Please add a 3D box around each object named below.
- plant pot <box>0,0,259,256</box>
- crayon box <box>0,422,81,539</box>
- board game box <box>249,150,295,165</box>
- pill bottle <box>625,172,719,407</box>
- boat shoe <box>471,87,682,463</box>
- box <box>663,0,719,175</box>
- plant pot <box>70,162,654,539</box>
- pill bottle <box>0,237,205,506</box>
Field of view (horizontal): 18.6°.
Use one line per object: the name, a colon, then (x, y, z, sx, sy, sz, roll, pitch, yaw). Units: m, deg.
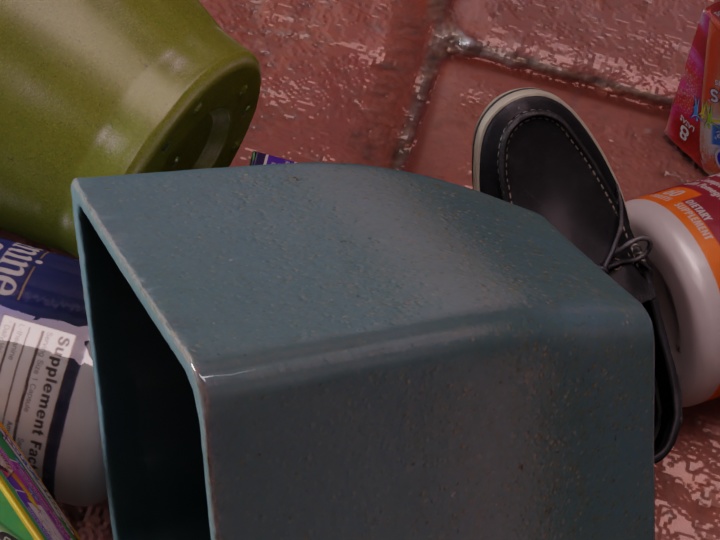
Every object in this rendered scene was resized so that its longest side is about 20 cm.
plant pot: (-0.162, -0.101, 1.095, 0.193, 0.201, 0.200, 35, 52, 12)
crayon box: (-0.134, 0.142, 0.898, 0.058, 0.119, 0.200, -35, 81, -4)
board game box: (0.000, 0.000, 1.079, 0.135, 0.035, 0.200, 15, 19, -3)
pill bottle: (0.228, -0.007, 1.144, 0.200, 0.110, 0.110, -17, 55, -23)
boat shoe: (0.110, 0.006, 1.065, 0.074, 0.200, 0.062, -20, 11, -13)
box: (0.282, -0.122, 1.260, 0.200, 0.100, 0.095, -28, 59, -29)
plant pot: (0.010, 0.065, 0.893, 0.199, 0.197, 0.196, -12, 27, -16)
pill bottle: (-0.156, 0.045, 1.025, 0.199, 0.111, 0.111, 16, 48, 2)
